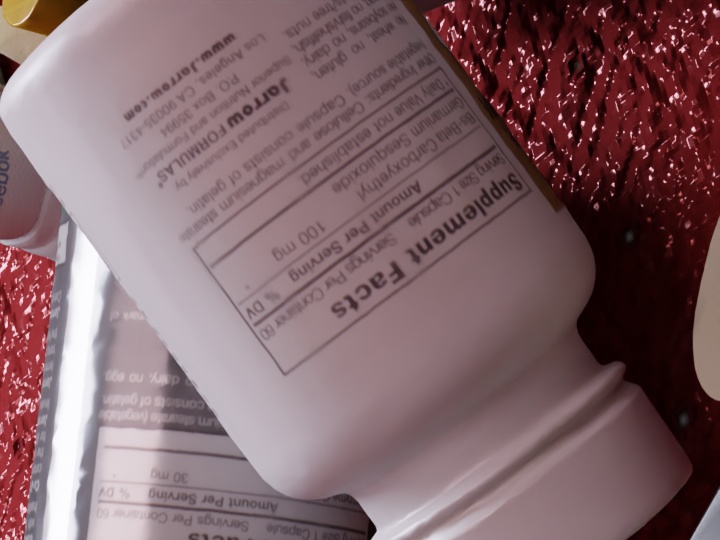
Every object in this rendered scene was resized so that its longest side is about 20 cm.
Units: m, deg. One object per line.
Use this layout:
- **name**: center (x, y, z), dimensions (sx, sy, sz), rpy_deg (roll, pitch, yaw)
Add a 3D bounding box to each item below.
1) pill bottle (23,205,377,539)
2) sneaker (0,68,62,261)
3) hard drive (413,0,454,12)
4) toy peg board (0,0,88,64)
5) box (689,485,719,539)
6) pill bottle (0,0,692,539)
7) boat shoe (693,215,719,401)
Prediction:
- **pill bottle**: center (-0.047, 0.064, 0.917), dimensions (0.113, 0.113, 0.201), rpy_deg (-4, 77, 50)
- **sneaker**: center (-0.175, -0.059, 1.130), dimensions (0.200, 0.087, 0.075), rpy_deg (19, 97, 53)
- **hard drive**: center (0.029, -0.153, 0.902), dimensions (0.199, 0.027, 0.132), rpy_deg (-18, 76, 33)
- **toy peg board**: center (-0.090, -0.159, 1.044), dimensions (0.199, 0.098, 0.201), rpy_deg (31, 105, 50)
- **box**: center (0.123, 0.156, 0.653), dimensions (0.124, 0.148, 0.200), rpy_deg (47, 116, 44)
- **pill bottle**: center (0.000, 0.000, 0.817), dimensions (0.114, 0.114, 0.200), rpy_deg (-36, 90, 39)
- **boat shoe**: center (0.155, -0.041, 0.737), dimensions (0.200, 0.062, 0.071), rpy_deg (-58, 31, 22)
